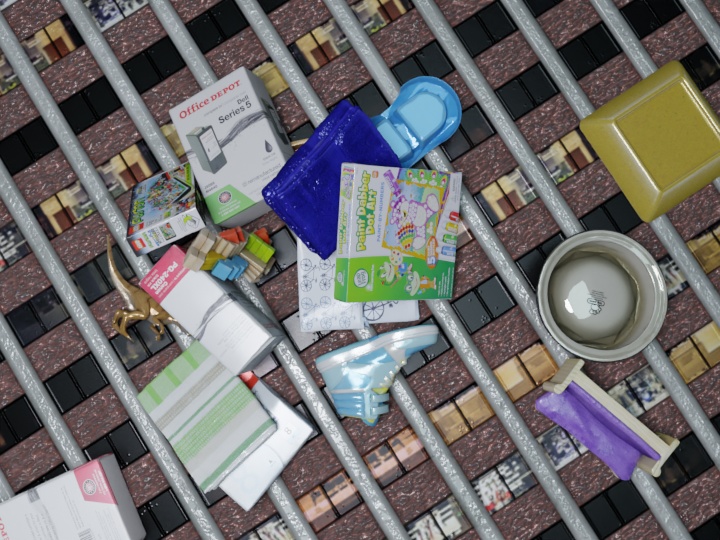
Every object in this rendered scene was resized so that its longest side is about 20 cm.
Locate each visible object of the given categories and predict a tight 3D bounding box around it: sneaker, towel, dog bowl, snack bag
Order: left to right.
[{"bbox_3d":[-0.238,0.219,1.171,0.149,0.031,0.200,-42,69,-3],"label":"towel"},{"bbox_3d":[-0.035,-0.133,1.114,0.148,0.049,0.200,46,73,-21],"label":"towel"},{"bbox_3d":[0.000,0.000,1.179,0.198,0.021,0.191,-2,99,-8],"label":"snack bag"},{"bbox_3d":[0.041,0.164,1.168,0.198,0.080,0.132,-19,83,9],"label":"sneaker"},{"bbox_3d":[0.069,-0.221,1.212,0.200,0.050,0.112,-39,86,-3],"label":"dog bowl"},{"bbox_3d":[0.363,0.042,1.170,0.198,0.074,0.202,0,83,-1],"label":"dog bowl"}]

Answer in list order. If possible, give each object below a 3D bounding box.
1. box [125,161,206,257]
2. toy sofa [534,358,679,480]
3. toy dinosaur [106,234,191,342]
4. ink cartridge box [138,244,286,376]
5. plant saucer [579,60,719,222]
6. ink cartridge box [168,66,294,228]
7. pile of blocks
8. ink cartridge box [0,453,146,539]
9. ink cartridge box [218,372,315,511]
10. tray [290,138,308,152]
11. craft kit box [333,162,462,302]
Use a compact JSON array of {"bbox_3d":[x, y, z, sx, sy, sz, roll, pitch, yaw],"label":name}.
[{"bbox_3d":[-0.293,-0.098,1.141,0.109,0.200,0.035,-24,121,-1],"label":"box"},{"bbox_3d":[0.370,0.232,1.153,0.200,0.083,0.098,40,86,4],"label":"toy sofa"},{"bbox_3d":[-0.354,0.052,1.201,0.200,0.060,0.107,39,74,-6],"label":"toy dinosaur"},{"bbox_3d":[-0.218,0.062,1.144,0.200,0.145,0.083,43,89,4],"label":"ink cartridge box"},{"bbox_3d":[0.488,-0.213,1.206,0.199,0.048,0.201,-33,85,-2],"label":"plant saucer"},{"bbox_3d":[-0.189,-0.188,1.177,0.145,0.084,0.201,-27,81,12],"label":"ink cartridge box"},{"bbox_3d":[-0.177,-0.030,1.125,0.082,0.200,0.062,45,113,15],"label":"pile of blocks"},{"bbox_3d":[-0.452,0.390,1.153,0.199,0.085,0.147,-24,85,-3],"label":"ink cartridge box"},{"bbox_3d":[-0.195,0.244,1.179,0.200,0.047,0.160,40,87,2],"label":"ink cartridge box"},{"bbox_3d":[-0.059,-0.112,1.212,0.098,0.037,0.202,-12,84,0],"label":"tray"},{"bbox_3d":[0.058,-0.055,1.136,0.196,0.048,0.202,-1,98,-29],"label":"craft kit box"}]
